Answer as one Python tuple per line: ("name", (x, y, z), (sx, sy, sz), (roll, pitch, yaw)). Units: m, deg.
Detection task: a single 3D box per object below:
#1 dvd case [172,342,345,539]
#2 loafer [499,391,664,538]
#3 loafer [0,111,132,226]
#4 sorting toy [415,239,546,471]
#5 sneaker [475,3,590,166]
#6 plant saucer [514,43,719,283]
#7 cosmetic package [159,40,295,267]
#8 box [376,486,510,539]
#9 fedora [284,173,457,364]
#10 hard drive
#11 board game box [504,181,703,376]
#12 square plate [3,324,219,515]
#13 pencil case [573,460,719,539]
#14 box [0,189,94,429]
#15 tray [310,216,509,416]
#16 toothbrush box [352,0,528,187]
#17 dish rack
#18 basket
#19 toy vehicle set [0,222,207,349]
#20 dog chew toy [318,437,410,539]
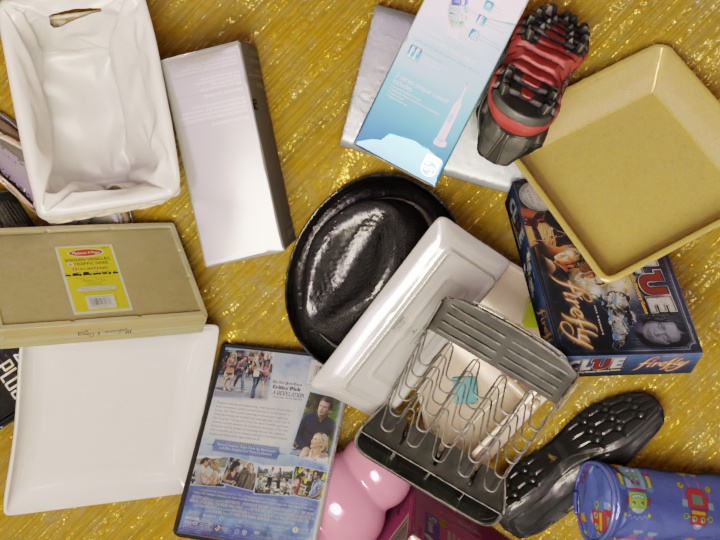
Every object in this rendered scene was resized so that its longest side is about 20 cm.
("dvd case", (-0.093, 0.170, 1.128), (0.141, 0.018, 0.202), (5, 64, 15))
("loafer", (0.221, 0.196, 1.157), (0.200, 0.068, 0.071), (-36, 124, 3))
("loafer", (-0.321, -0.089, 1.151), (0.199, 0.063, 0.072), (36, 99, -1))
("sorting toy", (0.119, 0.066, 1.130), (0.180, 0.107, 0.200), (45, 103, 7))
("sneaker", (0.152, -0.166, 1.045), (0.070, 0.201, 0.098), (27, 136, 3))
("plant saucer", (0.252, -0.093, 1.066), (0.198, 0.049, 0.201), (-26, 61, -9))
("cosmetic package", (-0.125, -0.111, 1.114), (0.089, 0.107, 0.203), (-14, 98, 5))
("box", (0.104, 0.317, 1.120), (0.199, 0.176, 0.097), (36, 99, -1))
("fedora", (0.000, 0.000, 1.100), (0.198, 0.091, 0.204), (-3, 81, 20))
("hard drive", (0.092, -0.164, 1.127), (0.197, 0.033, 0.141), (16, 98, 1))
("board game box", (0.219, 0.003, 1.060), (0.134, 0.202, 0.035), (-1, 143, -12))
("square plate", (-0.247, 0.141, 1.137), (0.196, 0.028, 0.202), (-2, 116, -31))
("pencil case", (0.298, 0.231, 1.116), (0.198, 0.087, 0.079), (10, 70, -23))
("box", (-0.375, 0.048, 1.163), (0.163, 0.086, 0.201), (-31, 95, 7))
("tray", (0.051, 0.053, 1.069), (0.107, 0.022, 0.201), (30, 103, -37))
("toothbrush box", (0.076, -0.186, 1.035), (0.085, 0.146, 0.202), (28, 99, -1))
("dish rack", (0.095, 0.121, 1.015), (0.152, 0.055, 0.201), (29, 132, 3))
("basket", (-0.254, -0.148, 1.081), (0.134, 0.123, 0.203), (-11, 86, -15))
("toy vehicle set", (-0.256, 0.011, 1.092), (0.198, 0.125, 0.027), (-3, 139, -28))
("dog chew toy", (-0.031, 0.239, 1.152), (0.199, 0.125, 0.125), (-38, 94, 0))
